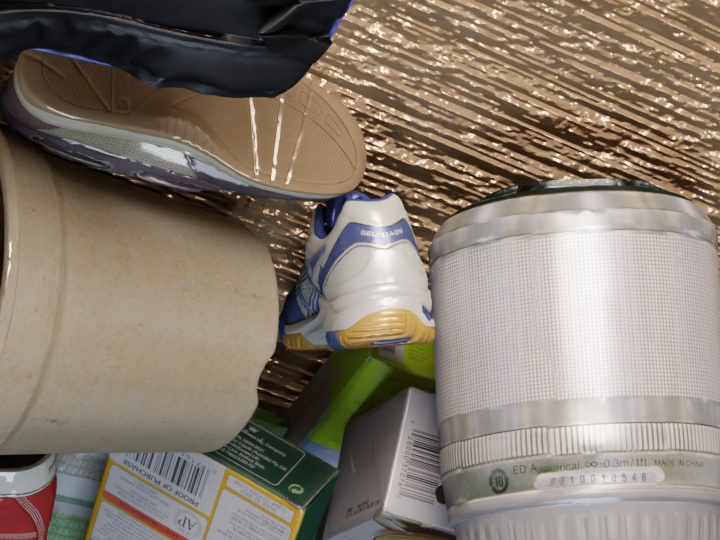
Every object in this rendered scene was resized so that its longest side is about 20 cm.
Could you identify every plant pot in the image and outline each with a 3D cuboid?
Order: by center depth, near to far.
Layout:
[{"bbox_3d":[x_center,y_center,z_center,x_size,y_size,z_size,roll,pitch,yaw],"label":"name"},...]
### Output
[{"bbox_3d":[-0.154,0.025,1.514,0.183,0.201,0.200,11,144,-31],"label":"plant pot"}]

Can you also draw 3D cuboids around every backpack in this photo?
[{"bbox_3d":[-0.090,-0.169,1.266,0.190,0.154,0.200,23,145,-15],"label":"backpack"}]

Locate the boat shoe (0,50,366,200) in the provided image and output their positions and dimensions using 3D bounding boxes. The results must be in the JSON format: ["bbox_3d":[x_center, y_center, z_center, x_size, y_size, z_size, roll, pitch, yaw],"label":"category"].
[{"bbox_3d":[-0.094,-0.078,1.461,0.199,0.072,0.065,12,158,-25],"label":"boat shoe"}]

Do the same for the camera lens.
[{"bbox_3d":[0.120,0.058,1.504,0.159,0.201,0.160,-3,167,-1],"label":"camera lens"}]

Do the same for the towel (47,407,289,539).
[{"bbox_3d":[-0.154,0.144,1.715,0.149,0.031,0.200,17,122,-35],"label":"towel"}]

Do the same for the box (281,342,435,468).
[{"bbox_3d":[0.019,0.105,1.715,0.122,0.048,0.200,17,141,-19],"label":"box"}]

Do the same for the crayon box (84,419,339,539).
[{"bbox_3d":[-0.101,0.171,1.656,0.126,0.052,0.200,29,127,13],"label":"crayon box"}]

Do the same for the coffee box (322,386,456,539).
[{"bbox_3d":[0.093,0.141,1.624,0.199,0.080,0.113,18,161,-15],"label":"coffee box"}]

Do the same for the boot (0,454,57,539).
[{"bbox_3d":[-0.280,0.147,1.642,0.199,0.073,0.145,8,128,2],"label":"boot"}]

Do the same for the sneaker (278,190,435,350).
[{"bbox_3d":[0.000,0.000,1.540,0.075,0.088,0.200,-5,178,-15],"label":"sneaker"}]

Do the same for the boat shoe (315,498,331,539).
[{"bbox_3d":[0.005,0.175,1.722,0.199,0.075,0.073,14,152,-3],"label":"boat shoe"}]
